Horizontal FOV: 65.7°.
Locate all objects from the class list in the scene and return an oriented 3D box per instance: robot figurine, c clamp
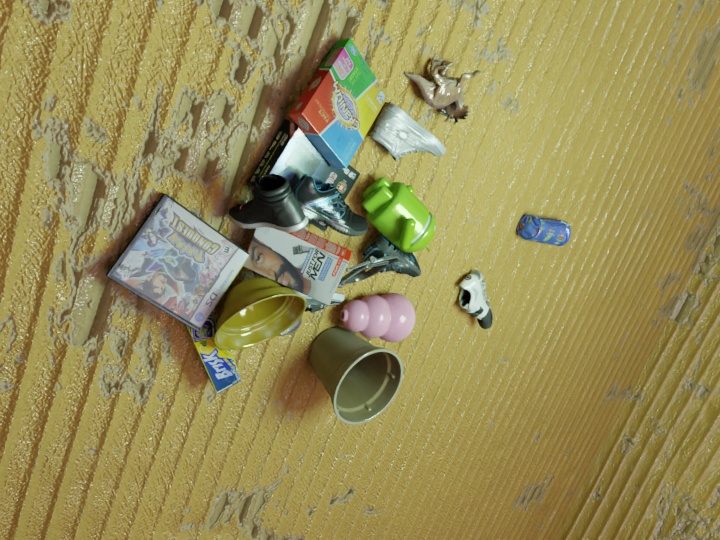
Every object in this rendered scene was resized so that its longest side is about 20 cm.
[{"bbox_3d":[0.094,-0.123,1.299,0.115,0.176,0.200,-38,116,24],"label":"robot figurine"},{"bbox_3d":[0.000,0.000,1.287,0.169,0.200,0.027,-18,80,-29],"label":"c clamp"}]

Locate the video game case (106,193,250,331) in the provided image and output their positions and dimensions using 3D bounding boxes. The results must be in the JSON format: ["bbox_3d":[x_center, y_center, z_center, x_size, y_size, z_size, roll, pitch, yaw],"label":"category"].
[{"bbox_3d":[-0.338,-0.012,1.054,0.199,0.025,0.182,38,81,-27],"label":"video game case"}]

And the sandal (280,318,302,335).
[{"bbox_3d":[-0.205,0.096,1.241,0.082,0.054,0.200,-52,133,-3],"label":"sandal"}]

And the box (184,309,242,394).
[{"bbox_3d":[-0.315,0.160,1.178,0.064,0.070,0.202,-26,126,-20],"label":"box"}]

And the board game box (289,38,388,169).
[{"bbox_3d":[-0.038,-0.330,1.113,0.153,0.040,0.202,45,64,-40],"label":"board game box"}]

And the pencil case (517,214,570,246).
[{"bbox_3d":[0.570,-0.124,1.710,0.198,0.079,0.087,4,140,-39],"label":"pencil case"}]

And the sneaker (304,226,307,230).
[{"bbox_3d":[-0.119,-0.039,1.212,0.075,0.092,0.201,-38,130,-16],"label":"sneaker"}]

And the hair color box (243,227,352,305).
[{"bbox_3d":[-0.130,-0.024,1.149,0.198,0.064,0.112,24,113,-3],"label":"hair color box"}]

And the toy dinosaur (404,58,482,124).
[{"bbox_3d":[0.190,-0.400,1.274,0.198,0.086,0.137,-4,122,-30],"label":"toy dinosaur"}]

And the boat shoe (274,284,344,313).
[{"bbox_3d":[-0.119,0.068,1.272,0.198,0.068,0.057,8,95,-45],"label":"boat shoe"}]

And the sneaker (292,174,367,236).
[{"bbox_3d":[-0.053,-0.128,1.134,0.199,0.073,0.083,17,102,-42],"label":"sneaker"}]

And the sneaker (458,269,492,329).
[{"bbox_3d":[0.332,0.101,1.652,0.088,0.074,0.202,-32,119,-20],"label":"sneaker"}]

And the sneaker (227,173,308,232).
[{"bbox_3d":[-0.188,-0.134,1.049,0.071,0.198,0.100,-44,129,-38],"label":"sneaker"}]

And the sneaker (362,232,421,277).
[{"bbox_3d":[0.082,-0.028,1.403,0.082,0.074,0.199,-37,138,19],"label":"sneaker"}]

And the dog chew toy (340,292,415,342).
[{"bbox_3d":[0.040,0.116,1.403,0.198,0.124,0.126,6,109,-31],"label":"dog chew toy"}]

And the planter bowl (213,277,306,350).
[{"bbox_3d":[-0.215,0.073,1.132,0.198,0.084,0.201,-25,157,-11],"label":"planter bowl"}]

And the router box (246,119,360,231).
[{"bbox_3d":[-0.113,-0.192,1.156,0.199,0.062,0.151,30,94,-43],"label":"router box"}]

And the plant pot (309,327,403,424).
[{"bbox_3d":[-0.028,0.238,1.365,0.198,0.183,0.203,-17,122,-30],"label":"plant pot"}]

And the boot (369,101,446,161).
[{"bbox_3d":[0.106,-0.292,1.279,0.199,0.074,0.096,28,101,-34],"label":"boot"}]
